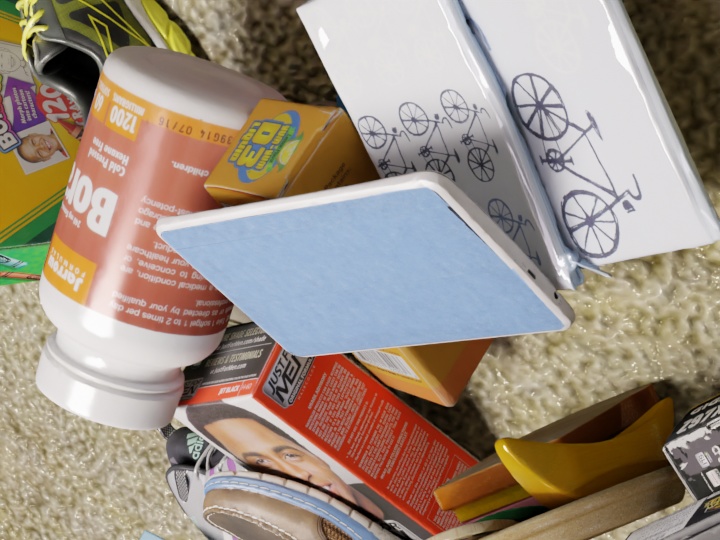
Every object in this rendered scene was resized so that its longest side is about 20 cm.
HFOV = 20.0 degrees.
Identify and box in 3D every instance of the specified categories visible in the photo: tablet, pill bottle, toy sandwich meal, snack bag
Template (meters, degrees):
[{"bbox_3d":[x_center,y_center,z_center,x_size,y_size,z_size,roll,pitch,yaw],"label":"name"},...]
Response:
[{"bbox_3d":[0.000,0.000,1.053,0.199,0.014,0.130,-7,140,42],"label":"tablet"},{"bbox_3d":[-0.118,-0.017,1.162,0.112,0.112,0.201,28,106,32],"label":"pill bottle"},{"bbox_3d":[0.090,0.118,1.091,0.205,0.204,0.071,-35,74,53],"label":"toy sandwich meal"},{"bbox_3d":[0.072,-0.074,0.997,0.199,0.021,0.189,-11,110,48],"label":"snack bag"}]

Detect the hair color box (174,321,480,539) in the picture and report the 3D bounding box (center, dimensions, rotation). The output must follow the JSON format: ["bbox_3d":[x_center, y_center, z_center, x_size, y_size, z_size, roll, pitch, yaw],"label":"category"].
[{"bbox_3d":[-0.009,0.110,1.231,0.200,0.061,0.101,39,152,-24],"label":"hair color box"}]

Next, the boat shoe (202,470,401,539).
[{"bbox_3d":[-0.012,0.188,1.224,0.199,0.073,0.072,26,156,-1],"label":"boat shoe"}]

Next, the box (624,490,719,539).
[{"bbox_3d":[0.247,0.180,0.968,0.198,0.050,0.201,-31,93,37],"label":"box"}]

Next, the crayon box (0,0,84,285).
[{"bbox_3d":[-0.231,-0.090,1.291,0.058,0.118,0.201,-49,56,53],"label":"crayon box"}]

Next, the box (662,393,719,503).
[{"bbox_3d":[0.265,0.129,0.993,0.159,0.049,0.200,-32,92,35],"label":"box"}]

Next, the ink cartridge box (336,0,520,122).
[{"bbox_3d":[0.054,-0.141,1.037,0.116,0.067,0.201,31,136,29],"label":"ink cartridge box"}]

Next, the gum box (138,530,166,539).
[{"bbox_3d":[-0.050,0.265,1.412,0.199,0.045,0.170,20,161,37],"label":"gum box"}]

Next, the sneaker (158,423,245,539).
[{"bbox_3d":[-0.089,0.126,1.386,0.140,0.078,0.201,36,138,23],"label":"sneaker"}]

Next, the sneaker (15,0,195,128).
[{"bbox_3d":[-0.182,-0.166,1.263,0.200,0.085,0.075,48,142,9],"label":"sneaker"}]

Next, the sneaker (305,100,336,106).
[{"bbox_3d":[-0.069,-0.042,1.234,0.200,0.080,0.072,-24,96,52],"label":"sneaker"}]

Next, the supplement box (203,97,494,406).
[{"bbox_3d":[0.000,-0.008,1.132,0.069,0.067,0.200,17,155,42],"label":"supplement box"}]

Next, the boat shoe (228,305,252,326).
[{"bbox_3d":[-0.097,0.020,1.325,0.199,0.069,0.074,25,154,26],"label":"boat shoe"}]
